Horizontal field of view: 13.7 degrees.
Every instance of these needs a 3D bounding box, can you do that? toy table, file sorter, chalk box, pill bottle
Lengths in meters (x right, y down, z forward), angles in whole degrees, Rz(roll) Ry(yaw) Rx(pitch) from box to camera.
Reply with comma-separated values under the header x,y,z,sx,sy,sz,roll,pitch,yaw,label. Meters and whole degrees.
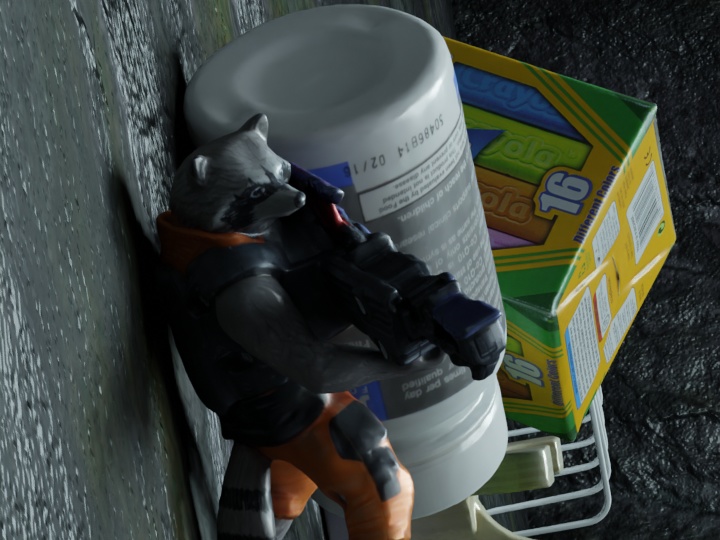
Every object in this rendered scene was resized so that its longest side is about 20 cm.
x,y,z,sx,sy,sz,roll,pitch,yaw,label
0.042,0.101,1.519,0.184,0.116,0.201,-69,149,-79,toy table
0.126,0.109,2.359,0.200,0.124,0.140,-85,164,-68,file sorter
0.031,-0.028,1.418,0.124,0.199,0.125,-62,157,-24,chalk box
0.000,0.000,1.269,0.114,0.113,0.201,-92,170,-57,pill bottle

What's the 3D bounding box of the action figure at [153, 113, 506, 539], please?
x,y,z,sx,sy,sz,roll,pitch,yaw,label
-0.020,0.042,1.065,0.200,0.104,0.195,15,-57,68,action figure
